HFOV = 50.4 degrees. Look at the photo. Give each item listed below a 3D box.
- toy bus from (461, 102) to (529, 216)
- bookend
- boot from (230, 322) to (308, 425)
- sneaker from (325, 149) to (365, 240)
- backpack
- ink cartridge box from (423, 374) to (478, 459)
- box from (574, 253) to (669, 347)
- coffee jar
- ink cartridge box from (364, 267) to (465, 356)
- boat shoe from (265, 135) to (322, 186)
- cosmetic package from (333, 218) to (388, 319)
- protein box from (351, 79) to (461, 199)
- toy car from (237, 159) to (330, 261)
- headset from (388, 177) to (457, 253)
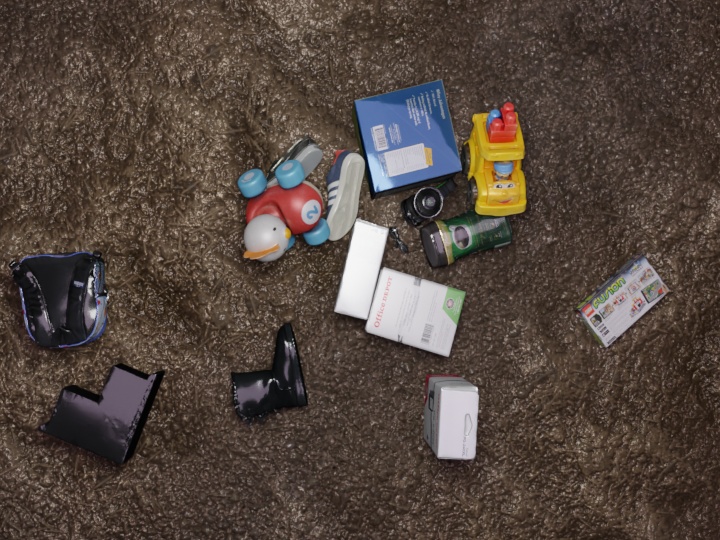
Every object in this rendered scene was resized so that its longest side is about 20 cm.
[{"bbox_3d":[0.298,-0.248,1.635,0.132,0.194,0.204,-2,57,-4],"label":"toy bus"},{"bbox_3d":[-0.556,0.280,1.653,0.195,0.092,0.203,21,87,-2],"label":"bookend"},{"bbox_3d":[-0.208,0.228,1.690,0.158,0.073,0.204,-11,91,0],"label":"boot"},{"bbox_3d":[-0.049,-0.171,1.707,0.074,0.084,0.205,2,113,-41],"label":"sneaker"},{"bbox_3d":[-0.624,0.066,1.622,0.194,0.154,0.196,-5,82,2],"label":"backpack"},{"bbox_3d":[0.191,0.310,1.648,0.081,0.200,0.150,3,89,-4],"label":"ink cartridge box"},{"bbox_3d":[0.600,0.068,1.759,0.199,0.035,0.111,-40,92,-3],"label":"box"},{"bbox_3d":[0.233,-0.080,1.711,0.195,0.085,0.107,-18,93,-5],"label":"coffee jar"},{"bbox_3d":[0.118,0.090,1.702,0.195,0.084,0.150,17,88,-3],"label":"ink cartridge box"},{"bbox_3d":[-0.169,-0.213,1.701,0.199,0.071,0.064,-43,59,5],"label":"boat shoe"},{"bbox_3d":[0.000,0.000,1.683,0.079,0.113,0.206,15,87,-2],"label":"cosmetic package"},{"bbox_3d":[0.098,-0.284,1.678,0.195,0.135,0.204,-14,90,-4],"label":"protein box"},{"bbox_3d":[-0.172,-0.087,1.585,0.172,0.203,0.187,-10,129,20],"label":"toy car"},{"bbox_3d":[0.138,-0.126,1.671,0.199,0.123,0.095,-37,94,-25],"label":"headset"}]
